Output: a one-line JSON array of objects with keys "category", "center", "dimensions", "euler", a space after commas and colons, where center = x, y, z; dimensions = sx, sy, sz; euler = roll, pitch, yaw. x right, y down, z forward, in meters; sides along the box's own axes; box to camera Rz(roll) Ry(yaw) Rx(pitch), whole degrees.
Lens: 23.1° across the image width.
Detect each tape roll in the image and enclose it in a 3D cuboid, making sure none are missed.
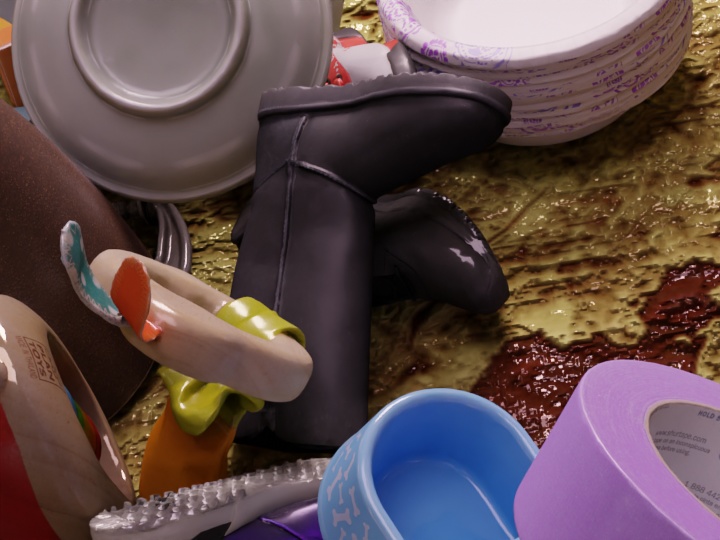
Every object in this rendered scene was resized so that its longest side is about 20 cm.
[{"category": "tape roll", "center": [0.168, 0.123, 0.767], "dimensions": [0.198, 0.066, 0.200], "euler": [24, 21, -10]}]

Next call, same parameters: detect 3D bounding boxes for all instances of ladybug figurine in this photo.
[{"category": "ladybug figurine", "center": [-0.170, 0.088, 0.892], "dimensions": [0.071, 0.200, 0.137], "euler": [-24, 64, -4]}]

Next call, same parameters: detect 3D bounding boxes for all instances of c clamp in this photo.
[{"category": "c clamp", "center": [-0.199, -0.016, 1.128], "dimensions": [0.198, 0.027, 0.172], "euler": [-5, 44, 12]}]

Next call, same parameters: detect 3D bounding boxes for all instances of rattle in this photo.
[{"category": "rattle", "center": [-0.112, 0.060, 0.859], "dimensions": [0.130, 0.200, 0.143], "euler": [45, 98, 6]}]

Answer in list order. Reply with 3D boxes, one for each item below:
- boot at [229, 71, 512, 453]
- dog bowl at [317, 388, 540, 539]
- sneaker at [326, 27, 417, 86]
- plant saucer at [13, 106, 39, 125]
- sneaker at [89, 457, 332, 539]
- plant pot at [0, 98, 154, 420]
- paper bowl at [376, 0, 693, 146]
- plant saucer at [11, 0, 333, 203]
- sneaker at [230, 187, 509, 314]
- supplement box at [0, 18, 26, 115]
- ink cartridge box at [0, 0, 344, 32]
[{"category": "boot", "center": [-0.001, 0.000, 0.959], "dimensions": [0.164, 0.065, 0.202], "euler": [-3, 71, 37]}, {"category": "dog bowl", "center": [0.062, 0.141, 0.819], "dimensions": [0.111, 0.050, 0.201], "euler": [-23, 65, -27]}, {"category": "sneaker", "center": [-0.027, -0.103, 1.106], "dimensions": [0.107, 0.068, 0.201], "euler": [-22, 19, -9]}, {"category": "plant saucer", "center": [-0.262, -0.077, 1.148], "dimensions": [0.199, 0.039, 0.201], "euler": [-10, 10, 2]}, {"category": "sneaker", "center": [-0.041, 0.152, 0.879], "dimensions": [0.198, 0.101, 0.069], "euler": [-8, 2, -33]}, {"category": "plant pot", "center": [-0.227, -0.020, 0.994], "dimensions": [0.185, 0.201, 0.188], "euler": [-8, 51, 10]}, {"category": "paper bowl", "center": [0.114, -0.159, 1.131], "dimensions": [0.198, 0.105, 0.202], "euler": [-8, 43, 7]}, {"category": "plant saucer", "center": [-0.116, -0.143, 1.043], "dimensions": [0.198, 0.050, 0.203], "euler": [0, 86, 5]}, {"category": "sneaker", "center": [0.003, -0.007, 1.040], "dimensions": [0.199, 0.076, 0.091], "euler": [23, 63, 43]}, {"category": "supplement box", "center": [-0.256, -0.198, 1.306], "dimensions": [0.066, 0.069, 0.201], "euler": [-22, 45, -9]}, {"category": "ink cartridge box", "center": [-0.124, -0.197, 1.197], "dimensions": [0.199, 0.084, 0.146], "euler": [-15, 36, -42]}]
